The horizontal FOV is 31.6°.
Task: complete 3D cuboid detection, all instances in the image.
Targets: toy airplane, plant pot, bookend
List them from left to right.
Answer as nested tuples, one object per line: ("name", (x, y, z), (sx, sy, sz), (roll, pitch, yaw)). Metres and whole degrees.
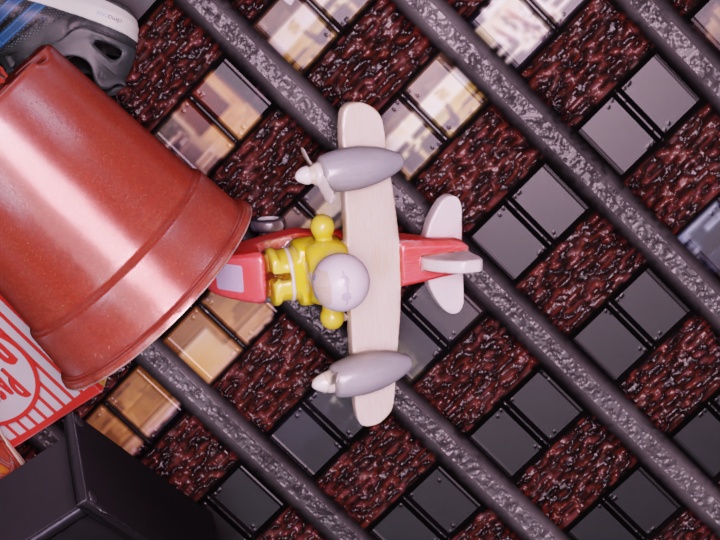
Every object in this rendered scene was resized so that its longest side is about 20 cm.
("bookend", (-0.246, 0.246, 1.054), (0.198, 0.092, 0.200), (-33, 134, 8))
("plant pot", (-0.219, -0.050, 0.958), (0.200, 0.201, 0.195), (-39, 110, 11))
("toy airplane", (0.000, 0.000, 1.007), (0.200, 0.141, 0.199), (43, 101, -7))

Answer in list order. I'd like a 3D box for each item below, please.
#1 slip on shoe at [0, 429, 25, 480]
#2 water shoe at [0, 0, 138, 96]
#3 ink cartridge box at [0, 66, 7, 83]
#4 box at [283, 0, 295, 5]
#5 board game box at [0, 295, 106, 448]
("slip on shoe", (-0.320, 0.160, 1.049), (0.073, 0.061, 0.201), (-5, 124, 5))
("water shoe", (-0.278, -0.187, 1.003), (0.198, 0.072, 0.080), (9, 84, 0))
("ink cartridge box", (-0.327, -0.086, 1.048), (0.108, 0.050, 0.202), (2, 104, 2))
("box", (-0.120, -0.285, 0.925), (0.199, 0.117, 0.060), (31, 104, -29))
("board game box", (-0.328, 0.056, 1.047), (0.151, 0.046, 0.200), (-32, 115, 21))
